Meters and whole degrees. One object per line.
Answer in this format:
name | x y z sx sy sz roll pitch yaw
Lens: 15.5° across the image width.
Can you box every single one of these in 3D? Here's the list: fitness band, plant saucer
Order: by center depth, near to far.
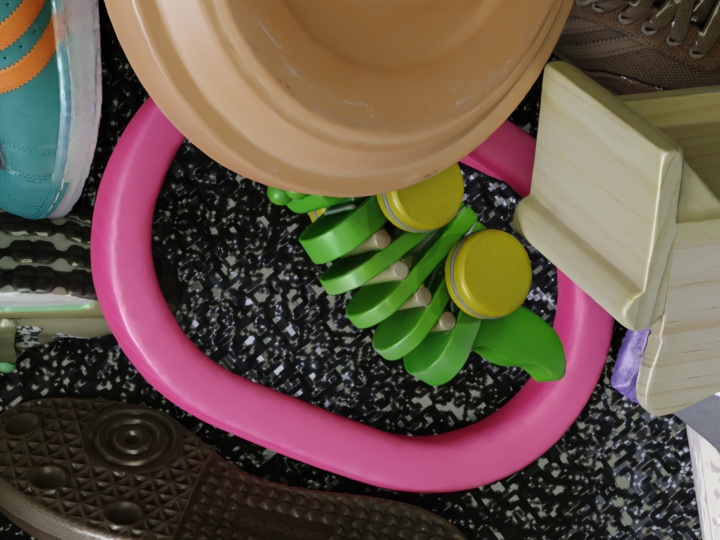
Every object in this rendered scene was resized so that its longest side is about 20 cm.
plant saucer | 0.004 -0.122 0.833 0.199 0.032 0.202 -9 105 -38
fitness band | 0.000 0.000 0.960 0.199 0.037 0.145 22 84 -18

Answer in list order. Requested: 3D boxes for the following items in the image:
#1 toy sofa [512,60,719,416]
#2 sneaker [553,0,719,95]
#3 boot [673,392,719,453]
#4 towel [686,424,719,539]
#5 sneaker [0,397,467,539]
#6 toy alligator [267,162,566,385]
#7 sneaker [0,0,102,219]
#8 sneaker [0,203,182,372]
toy sofa | 0.158 -0.022 0.916 0.199 0.083 0.098 -8 119 -24
sneaker | 0.085 -0.106 0.953 0.199 0.076 0.071 23 93 2
boot | 0.155 0.114 0.941 0.199 0.070 0.132 33 99 6
towel | 0.226 0.094 0.982 0.198 0.032 0.193 -8 92 3
sneaker | -0.054 0.111 0.974 0.199 0.071 0.076 17 130 18
toy alligator | -0.004 -0.024 0.903 0.200 0.059 0.054 51 63 -16
sneaker | -0.134 -0.104 0.922 0.079 0.071 0.201 -8 127 -18
sneaker | -0.164 0.027 0.991 0.198 0.077 0.089 -5 122 1
